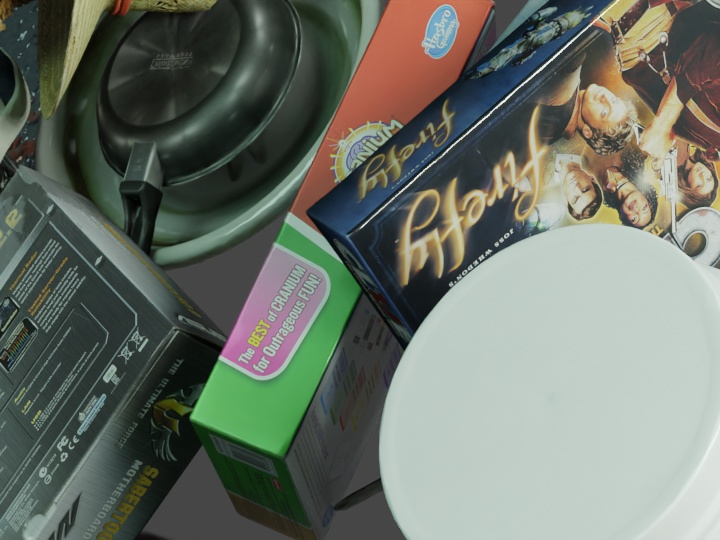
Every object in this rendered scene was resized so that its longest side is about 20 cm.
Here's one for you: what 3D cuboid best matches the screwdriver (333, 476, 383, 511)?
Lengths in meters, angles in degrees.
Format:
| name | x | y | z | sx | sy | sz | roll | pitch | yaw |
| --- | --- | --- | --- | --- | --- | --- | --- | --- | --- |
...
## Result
| name | x | y | z | sx | sy | sz | roll | pitch | yaw |
| --- | --- | --- | --- | --- | --- | --- | --- | --- | --- |
| screwdriver | 0.072 | 0.054 | 0.948 | 0.200 | 0.028 | 0.029 | -31 | 19 | 12 |

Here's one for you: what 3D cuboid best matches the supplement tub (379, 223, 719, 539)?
| name | x | y | z | sx | sy | sz | roll | pitch | yaw |
| --- | --- | --- | --- | --- | --- | --- | --- | --- | --- |
| supplement tub | 0.109 | 0.085 | 0.782 | 0.145 | 0.200 | 0.146 | -19 | 52 | 26 |

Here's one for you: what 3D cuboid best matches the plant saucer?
| name | x | y | z | sx | sy | sz | roll | pitch | yaw |
| --- | --- | --- | --- | --- | --- | --- | --- | --- | --- |
| plant saucer | -0.064 | -0.080 | 1.125 | 0.199 | 0.050 | 0.201 | -19 | 53 | 27 |

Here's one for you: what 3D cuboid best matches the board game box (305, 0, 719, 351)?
| name | x | y | z | sx | sy | sz | roll | pitch | yaw |
| --- | --- | --- | --- | --- | --- | --- | --- | --- | --- |
| board game box | 0.093 | -0.035 | 0.884 | 0.200 | 0.136 | 0.035 | -42 | 33 | -9 |

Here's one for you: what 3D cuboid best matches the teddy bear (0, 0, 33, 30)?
| name | x | y | z | sx | sy | sz | roll | pitch | yaw |
| --- | --- | --- | --- | --- | --- | --- | --- | --- | --- |
| teddy bear | -0.163 | -0.166 | 1.030 | 0.200 | 0.066 | 0.146 | -147 | 64 | -74 |

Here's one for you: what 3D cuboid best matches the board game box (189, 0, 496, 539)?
| name | x | y | z | sx | sy | sz | roll | pitch | yaw |
| --- | --- | --- | --- | --- | --- | --- | --- | --- | --- |
| board game box | 0.000 | 0.000 | 0.956 | 0.040 | 0.153 | 0.201 | 22 | 73 | 11 |

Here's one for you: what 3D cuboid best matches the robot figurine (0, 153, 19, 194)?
| name | x | y | z | sx | sy | sz | roll | pitch | yaw |
| --- | --- | --- | --- | --- | --- | --- | --- | --- | --- |
| robot figurine | -0.188 | 0.039 | 1.112 | 0.145 | 0.058 | 0.201 | -32 | 58 | 19 |

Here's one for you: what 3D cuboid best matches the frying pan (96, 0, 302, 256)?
| name | x | y | z | sx | sy | sz | roll | pitch | yaw |
| --- | --- | --- | --- | --- | --- | --- | --- | --- | --- |
| frying pan | -0.101 | -0.061 | 1.089 | 0.115 | 0.031 | 0.190 | 28 | 78 | 44 |

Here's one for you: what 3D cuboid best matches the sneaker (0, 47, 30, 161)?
| name | x | y | z | sx | sy | sz | roll | pitch | yaw |
| --- | --- | --- | --- | --- | --- | --- | --- | --- | --- |
| sneaker | -0.207 | -0.077 | 1.078 | 0.075 | 0.085 | 0.200 | -25 | 27 | 12 |

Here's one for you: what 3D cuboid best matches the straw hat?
| name | x | y | z | sx | sy | sz | roll | pitch | yaw |
| --- | --- | --- | --- | --- | --- | --- | --- | --- | --- |
| straw hat | -0.095 | -0.166 | 1.071 | 0.201 | 0.085 | 0.202 | -176 | 90 | -76 |

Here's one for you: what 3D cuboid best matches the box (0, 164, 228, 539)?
| name | x | y | z | sx | sy | sz | roll | pitch | yaw |
| --- | --- | --- | --- | --- | --- | --- | --- | --- | --- |
| box | -0.151 | 0.076 | 0.989 | 0.200 | 0.048 | 0.158 | -55 | 41 | 5 |

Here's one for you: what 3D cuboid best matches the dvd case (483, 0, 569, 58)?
| name | x | y | z | sx | sy | sz | roll | pitch | yaw |
| --- | --- | --- | --- | --- | --- | --- | --- | --- | --- |
| dvd case | 0.117 | -0.094 | 0.934 | 0.018 | 0.143 | 0.200 | 36 | 86 | 35 |
